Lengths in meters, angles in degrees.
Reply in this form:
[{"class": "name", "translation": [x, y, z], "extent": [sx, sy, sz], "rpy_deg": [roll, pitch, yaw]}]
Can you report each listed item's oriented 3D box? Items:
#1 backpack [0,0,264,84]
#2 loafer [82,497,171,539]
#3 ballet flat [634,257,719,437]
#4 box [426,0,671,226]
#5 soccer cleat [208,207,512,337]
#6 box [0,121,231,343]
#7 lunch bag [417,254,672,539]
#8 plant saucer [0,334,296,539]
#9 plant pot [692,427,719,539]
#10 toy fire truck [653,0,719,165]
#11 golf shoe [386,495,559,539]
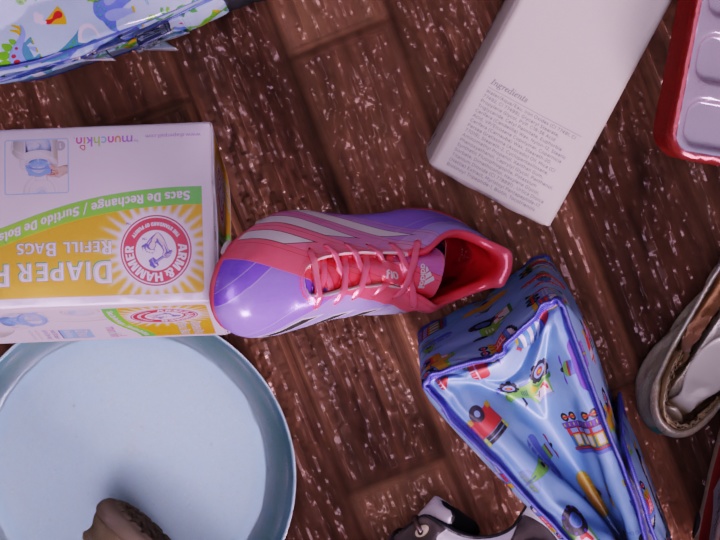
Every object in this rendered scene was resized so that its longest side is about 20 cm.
[{"class": "backpack", "translation": [-0.167, -0.182, 1.578], "extent": [0.199, 0.154, 0.164], "rpy_deg": [-17, 106, 16]}, {"class": "loafer", "translation": [-0.105, 0.223, 1.640], "extent": [0.067, 0.076, 0.200], "rpy_deg": [-32, 98, -1]}, {"class": "ballet flat", "translation": [0.228, 0.014, 1.636], "extent": [0.067, 0.062, 0.200], "rpy_deg": [31, 98, -5]}, {"class": "box", "translation": [0.116, -0.132, 1.610], "extent": [0.082, 0.068, 0.201], "rpy_deg": [29, 98, -5]}, {"class": "soccer cleat", "translation": [0.000, 0.000, 1.576], "extent": [0.076, 0.200, 0.067], "rpy_deg": [10, 102, 39]}, {"class": "box", "translation": [-0.173, -0.018, 1.597], "extent": [0.199, 0.113, 0.102], "rpy_deg": [-2, 79, 0]}, {"class": "lunch bag", "translation": [0.120, 0.107, 1.607], "extent": [0.094, 0.151, 0.200], "rpy_deg": [-31, 98, 5]}, {"class": "plant saucer", "translation": [-0.137, 0.118, 1.674], "extent": [0.199, 0.027, 0.201], "rpy_deg": [0, 99, 0]}, {"class": "plant pot", "translation": [0.282, 0.151, 1.591], "extent": [0.182, 0.200, 0.201], "rpy_deg": [12, 99, 1]}, {"class": "toy fire truck", "translation": [0.253, -0.150, 1.564], "extent": [0.167, 0.112, 0.201], "rpy_deg": [7, 99, -18]}, {"class": "golf shoe", "translation": [0.027, 0.180, 1.662], "extent": [0.199, 0.078, 0.095], "rpy_deg": [-7, 84, 8]}]
